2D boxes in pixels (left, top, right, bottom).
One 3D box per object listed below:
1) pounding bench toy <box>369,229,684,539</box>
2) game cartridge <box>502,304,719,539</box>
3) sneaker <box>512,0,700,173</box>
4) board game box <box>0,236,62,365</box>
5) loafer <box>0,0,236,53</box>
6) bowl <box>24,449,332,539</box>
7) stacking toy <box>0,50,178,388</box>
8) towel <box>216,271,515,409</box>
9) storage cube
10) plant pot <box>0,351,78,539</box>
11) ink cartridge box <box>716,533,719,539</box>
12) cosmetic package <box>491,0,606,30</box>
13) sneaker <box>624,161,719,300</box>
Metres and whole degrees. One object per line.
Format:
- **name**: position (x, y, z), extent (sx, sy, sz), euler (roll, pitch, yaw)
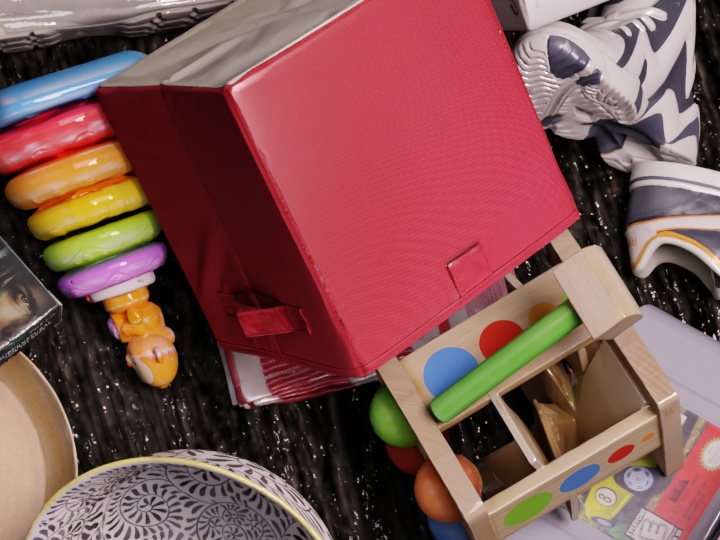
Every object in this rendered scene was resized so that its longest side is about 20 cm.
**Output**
- **pounding bench toy**: position (0.086, 0.070, 1.184), extent (0.155, 0.200, 0.125), euler (-30, 65, -3)
- **game cartridge**: position (0.168, 0.124, 1.275), extent (0.133, 0.041, 0.200), euler (28, 74, 24)
- **sneaker**: position (0.159, -0.150, 1.304), extent (0.199, 0.079, 0.130), euler (23, 66, -47)
- **board game box**: position (-0.290, -0.007, 1.217), extent (0.135, 0.028, 0.200), euler (-38, 76, -22)
- **loafer**: position (-0.162, -0.182, 1.293), extent (0.199, 0.070, 0.070), euler (-8, 85, -14)
- **bowl**: position (-0.087, 0.176, 1.183), extent (0.200, 0.094, 0.202), euler (5, 113, 12)
- **stacking toy**: position (-0.155, -0.022, 1.247), extent (0.109, 0.116, 0.201), euler (-20, 94, -22)
- **towel**: position (0.000, 0.000, 1.304), extent (0.199, 0.023, 0.145), euler (-12, 77, -15)
- **storage cube**: position (-0.015, -0.067, 1.179), extent (0.200, 0.171, 0.180), euler (-34, 111, -25)
- **plant pot**: position (-0.267, 0.123, 1.210), extent (0.199, 0.027, 0.201), euler (3, 75, -12)
- **ink cartridge box**: position (0.265, 0.193, 1.218), extent (0.083, 0.176, 0.200), euler (15, 35, 23)
- **cosmetic package**: position (0.098, -0.198, 1.279), extent (0.101, 0.200, 0.074), euler (-22, 105, -16)
- **sneaker**: position (0.269, -0.016, 1.330), extent (0.199, 0.078, 0.080), euler (8, 75, 12)
